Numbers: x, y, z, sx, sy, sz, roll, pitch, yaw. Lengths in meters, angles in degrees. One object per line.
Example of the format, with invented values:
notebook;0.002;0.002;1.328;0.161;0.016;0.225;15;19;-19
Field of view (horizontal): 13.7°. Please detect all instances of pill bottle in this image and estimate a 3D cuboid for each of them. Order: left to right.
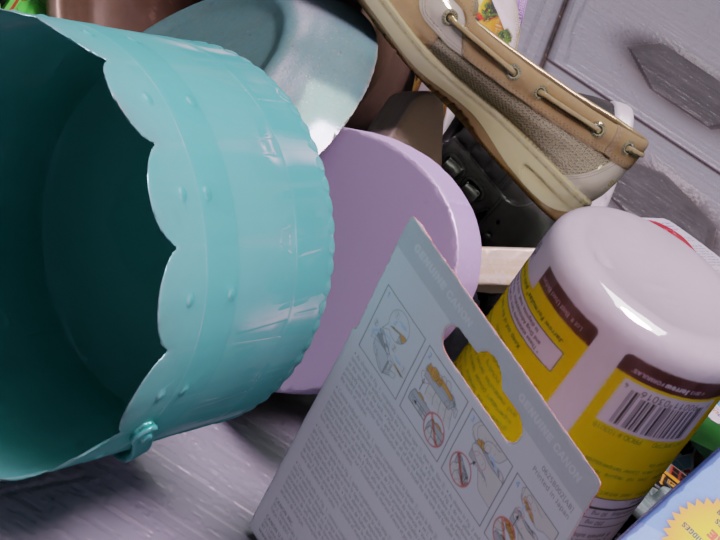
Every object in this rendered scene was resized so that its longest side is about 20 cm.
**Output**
pill bottle;0.086;0.075;1.392;0.109;0.200;0.109;27;28;-16

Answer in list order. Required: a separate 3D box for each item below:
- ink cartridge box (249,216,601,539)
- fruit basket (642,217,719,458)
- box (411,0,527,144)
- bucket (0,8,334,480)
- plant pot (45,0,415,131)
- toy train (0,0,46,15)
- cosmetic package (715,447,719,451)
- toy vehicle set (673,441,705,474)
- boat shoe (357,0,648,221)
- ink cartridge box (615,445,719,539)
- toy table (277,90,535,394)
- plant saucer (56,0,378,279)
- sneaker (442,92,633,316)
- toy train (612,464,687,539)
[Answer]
ink cartridge box;0.038;0.102;1.297;0.057;0.200;0.163;-3;45;-40
fruit basket;0.181;0.029;1.667;0.200;0.094;0.185;35;22;35
box;0.050;-0.079;1.628;0.039;0.201;0.041;18;-9;-33
bucket;-0.120;-0.013;1.310;0.207;0.208;0.134;49;28;25
plant pot;-0.045;-0.138;1.628;0.200;0.200;0.175;48;8;24
toy train;-0.187;-0.145;1.615;0.056;0.042;0.200;41;26;-13
cosmetic package;0.172;0.201;1.368;0.151;0.052;0.200;37;54;0
toy vehicle set;0.181;0.075;1.690;0.124;0.027;0.200;48;30;23
boat shoe;0.057;-0.111;1.469;0.201;0.063;0.073;47;6;-14
ink cartridge box;0.170;0.158;1.317;0.136;0.076;0.200;46;57;9
toy table;0.000;0.000;1.463;0.199;0.185;0.117;13;4;38
plant saucer;-0.086;-0.077;1.451;0.036;0.199;0.200;54;17;-28
sneaker;0.067;-0.011;1.571;0.099;0.201;0.071;21;-13;-11
toy train;0.176;0.161;1.497;0.200;0.085;0.114;36;18;2
